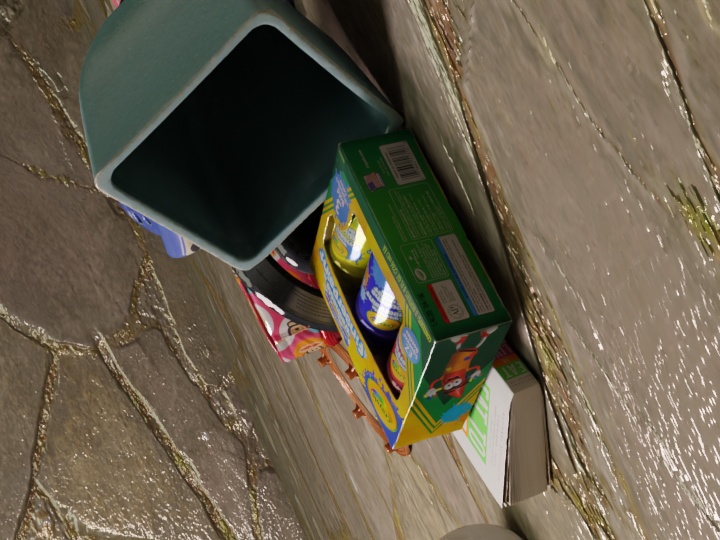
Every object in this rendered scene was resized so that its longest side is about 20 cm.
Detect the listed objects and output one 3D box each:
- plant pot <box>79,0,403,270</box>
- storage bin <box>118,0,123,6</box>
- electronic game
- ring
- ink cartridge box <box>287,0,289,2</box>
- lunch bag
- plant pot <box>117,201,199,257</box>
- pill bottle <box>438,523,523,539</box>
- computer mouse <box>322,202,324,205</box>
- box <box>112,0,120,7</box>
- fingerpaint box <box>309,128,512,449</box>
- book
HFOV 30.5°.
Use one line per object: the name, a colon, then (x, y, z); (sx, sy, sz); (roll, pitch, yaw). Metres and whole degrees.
plant pot: (-0.122, -0.162, 1.116); (0.195, 0.196, 0.201); (31, -158, -48)
storage bin: (-0.210, -0.212, 1.498); (0.146, 0.132, 0.203); (-67, -10, -69)
electronic game: (-0.052, -0.032, 1.246); (0.042, 0.198, 0.202); (-43, 67, 39)
ring: (-0.006, 0.152, 1.638); (0.201, 0.019, 0.201); (52, 169, 14)
ink cartridge box: (-0.137, -0.244, 1.338); (0.200, 0.118, 0.043); (-148, 37, -70)
lunch bag: (-0.081, -0.022, 1.379); (0.177, 0.081, 0.202); (-87, -24, -68)
plant pot: (-0.215, -0.148, 1.692); (0.180, 0.198, 0.201); (47, 158, 37)
pill bottle: (0.126, 0.354, 1.320); (0.113, 0.112, 0.202); (54, 163, 43)
computer mouse: (0.000, 0.000, 1.384); (0.201, 0.045, 0.142); (-112, 0, -63)
box: (-0.310, -0.429, 1.790); (0.201, 0.094, 0.103); (61, 166, 26)
fingerpaint box: (0.033, 0.016, 1.094); (0.168, 0.072, 0.202); (107, 144, -53)
book: (0.095, 0.085, 1.142); (0.201, 0.047, 0.135); (-126, 23, -47)
